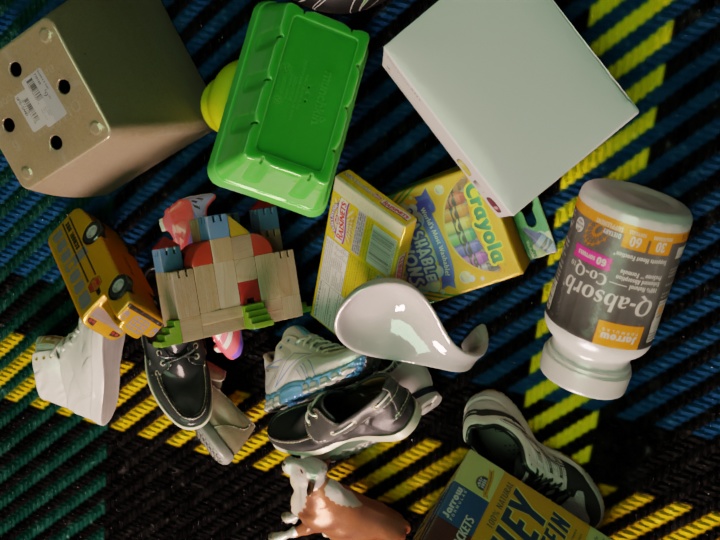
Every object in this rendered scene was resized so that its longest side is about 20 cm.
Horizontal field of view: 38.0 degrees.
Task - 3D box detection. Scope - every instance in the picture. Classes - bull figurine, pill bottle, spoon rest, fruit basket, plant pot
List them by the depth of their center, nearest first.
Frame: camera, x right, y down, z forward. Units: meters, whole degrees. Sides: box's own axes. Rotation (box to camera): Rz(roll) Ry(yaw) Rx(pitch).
[{"bbox_3d":[0.252,0.019,1.057,0.115,0.116,0.203,17,110,13],"label":"pill bottle"},{"bbox_3d":[0.061,0.063,1.103,0.198,0.061,0.100,19,123,-34],"label":"spoon rest"},{"bbox_3d":[-0.087,-0.172,1.109,0.153,0.216,0.218,17,113,-15],"label":"fruit basket"},{"bbox_3d":[-0.309,-0.193,1.155,0.198,0.177,0.202,-26,97,24],"label":"plant pot"},{"bbox_3d":[-0.032,0.287,1.224,0.199,0.066,0.121,35,126,-29],"label":"bull figurine"}]

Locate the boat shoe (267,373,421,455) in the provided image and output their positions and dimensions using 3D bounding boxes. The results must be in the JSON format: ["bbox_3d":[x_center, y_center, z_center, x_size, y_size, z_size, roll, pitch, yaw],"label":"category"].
[{"bbox_3d":[-0.030,0.154,1.152,0.198,0.073,0.068,-16,134,34],"label":"boat shoe"}]

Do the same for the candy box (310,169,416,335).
[{"bbox_3d":[0.000,0.000,1.133,0.102,0.026,0.202,39,137,28],"label":"candy box"}]

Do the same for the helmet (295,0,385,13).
[{"bbox_3d":[-0.011,-0.346,0.988,0.196,0.191,0.204,0,88,0],"label":"helmet"}]

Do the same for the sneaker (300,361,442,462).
[{"bbox_3d":[0.003,0.162,1.219,0.199,0.076,0.081,-35,76,24],"label":"sneaker"}]

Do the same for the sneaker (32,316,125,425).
[{"bbox_3d":[-0.359,0.090,1.313,0.114,0.074,0.203,17,112,10],"label":"sneaker"}]

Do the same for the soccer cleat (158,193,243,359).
[{"bbox_3d":[-0.170,0.009,1.232,0.075,0.067,0.203,-23,105,-5],"label":"soccer cleat"}]

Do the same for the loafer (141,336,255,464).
[{"bbox_3d":[-0.200,0.140,1.283,0.069,0.075,0.201,-34,85,-19],"label":"loafer"}]

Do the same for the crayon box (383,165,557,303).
[{"bbox_3d":[0.097,-0.041,1.128,0.197,0.052,0.128,-19,99,23],"label":"crayon box"}]

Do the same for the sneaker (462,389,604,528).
[{"bbox_3d":[0.184,0.226,1.157,0.200,0.088,0.076,42,113,2],"label":"sneaker"}]

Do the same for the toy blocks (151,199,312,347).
[{"bbox_3d":[-0.150,-0.004,1.162,0.099,0.197,0.139,-2,98,59],"label":"toy blocks"}]

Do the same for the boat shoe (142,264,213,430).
[{"bbox_3d":[-0.218,0.084,1.221,0.073,0.066,0.202,-9,68,-14],"label":"boat shoe"}]

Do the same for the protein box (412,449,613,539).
[{"bbox_3d":[0.149,0.338,1.134,0.198,0.135,0.200,31,144,8],"label":"protein box"}]

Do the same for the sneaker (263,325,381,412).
[{"bbox_3d":[-0.056,0.100,1.188,0.199,0.074,0.088,-26,73,45],"label":"sneaker"}]

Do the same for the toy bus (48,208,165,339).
[{"bbox_3d":[-0.295,0.009,1.208,0.078,0.065,0.201,-43,47,6],"label":"toy bus"}]

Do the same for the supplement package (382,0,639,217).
[{"bbox_3d":[0.139,-0.177,1.014,0.155,0.111,0.201,-38,91,1],"label":"supplement package"}]
